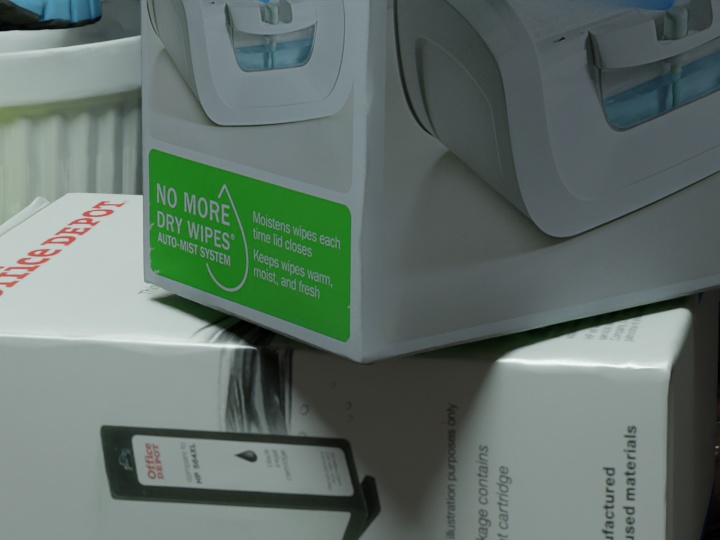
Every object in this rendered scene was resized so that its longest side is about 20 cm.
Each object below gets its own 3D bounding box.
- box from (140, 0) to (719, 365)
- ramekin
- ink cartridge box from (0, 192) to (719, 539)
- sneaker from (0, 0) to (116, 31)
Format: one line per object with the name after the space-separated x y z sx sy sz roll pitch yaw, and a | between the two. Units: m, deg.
0.049 -0.087 0.606 0.199 0.178 0.096 -9 18 -38 | box
-0.158 -0.048 0.966 0.198 0.106 0.200 -1 14 0 | ramekin
-0.009 0.037 0.648 0.198 0.085 0.146 2 15 13 | ink cartridge box
-0.123 -0.141 0.945 0.074 0.087 0.200 4 16 14 | sneaker
